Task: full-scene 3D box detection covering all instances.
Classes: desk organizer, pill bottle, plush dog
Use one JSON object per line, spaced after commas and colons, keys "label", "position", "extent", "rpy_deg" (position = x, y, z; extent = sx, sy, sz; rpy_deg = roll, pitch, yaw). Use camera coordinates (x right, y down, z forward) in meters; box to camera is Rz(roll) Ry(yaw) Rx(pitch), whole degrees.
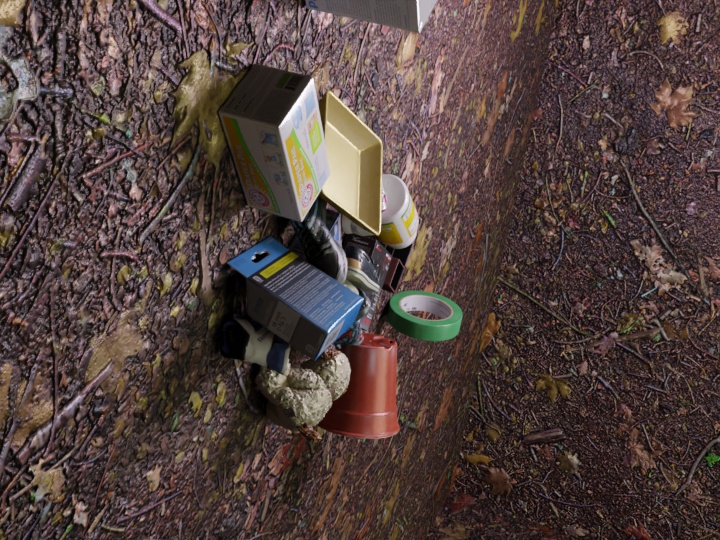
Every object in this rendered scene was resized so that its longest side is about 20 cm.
{"label": "desk organizer", "position": [0.075, -0.055, 1.894], "extent": [0.072, 0.076, 0.203], "rpy_deg": [51, 58, -67]}
{"label": "pill bottle", "position": [0.069, -0.123, 1.768], "extent": [0.200, 0.111, 0.114], "rpy_deg": [54, 56, -66]}
{"label": "plush dog", "position": [-0.087, 0.220, 1.508], "extent": [0.172, 0.159, 0.202], "rpy_deg": [-43, 147, -25]}

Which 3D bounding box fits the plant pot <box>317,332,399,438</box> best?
{"label": "plant pot", "position": [0.002, 0.250, 1.796], "extent": [0.200, 0.197, 0.199], "rpy_deg": [-12, 110, -68]}

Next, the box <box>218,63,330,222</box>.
{"label": "box", "position": [-0.123, -0.187, 1.195], "extent": [0.201, 0.100, 0.113], "rpy_deg": [80, 33, -52]}

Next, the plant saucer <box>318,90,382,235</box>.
{"label": "plant saucer", "position": [-0.029, -0.184, 1.419], "extent": [0.199, 0.048, 0.203], "rpy_deg": [33, 53, -53]}

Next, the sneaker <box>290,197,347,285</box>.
{"label": "sneaker", "position": [-0.085, -0.056, 1.374], "extent": [0.082, 0.072, 0.203], "rpy_deg": [4, 63, -62]}

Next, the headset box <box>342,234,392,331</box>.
{"label": "headset box", "position": [-0.009, 0.036, 1.738], "extent": [0.149, 0.076, 0.203], "rpy_deg": [40, 67, -70]}

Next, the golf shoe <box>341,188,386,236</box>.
{"label": "golf shoe", "position": [0.023, -0.167, 1.638], "extent": [0.075, 0.090, 0.204], "rpy_deg": [1, 103, -68]}

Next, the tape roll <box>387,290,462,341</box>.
{"label": "tape roll", "position": [0.171, 0.119, 2.120], "extent": [0.200, 0.198, 0.049], "rpy_deg": [-37, 141, -59]}

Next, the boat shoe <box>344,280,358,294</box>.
{"label": "boat shoe", "position": [-0.068, 0.075, 1.432], "extent": [0.068, 0.072, 0.200], "rpy_deg": [-47, 174, 27]}

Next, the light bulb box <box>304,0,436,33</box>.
{"label": "light bulb box", "position": [0.031, -0.494, 1.223], "extent": [0.125, 0.197, 0.200], "rpy_deg": [78, 35, -57]}

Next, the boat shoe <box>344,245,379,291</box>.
{"label": "boat shoe", "position": [0.000, 0.000, 1.562], "extent": [0.200, 0.073, 0.063], "rpy_deg": [51, 51, -73]}

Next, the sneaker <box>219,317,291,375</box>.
{"label": "sneaker", "position": [-0.175, 0.105, 1.332], "extent": [0.200, 0.113, 0.082], "rpy_deg": [-120, -135, -76]}

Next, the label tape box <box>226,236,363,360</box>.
{"label": "label tape box", "position": [-0.112, 0.042, 1.302], "extent": [0.144, 0.198, 0.064], "rpy_deg": [-38, 158, -58]}

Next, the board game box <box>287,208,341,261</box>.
{"label": "board game box", "position": [-0.103, 0.021, 1.485], "extent": [0.201, 0.061, 0.202], "rpy_deg": [-54, 153, -42]}

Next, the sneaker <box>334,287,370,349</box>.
{"label": "sneaker", "position": [-0.021, 0.102, 1.595], "extent": [0.199, 0.095, 0.080], "rpy_deg": [-33, -158, 56]}
